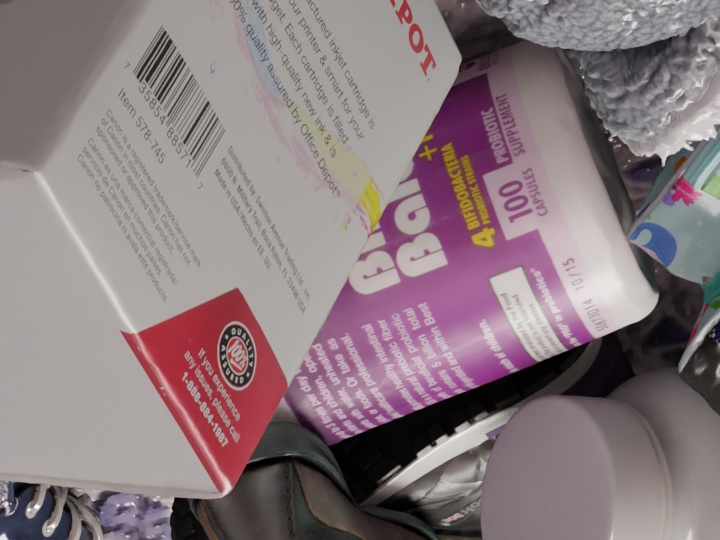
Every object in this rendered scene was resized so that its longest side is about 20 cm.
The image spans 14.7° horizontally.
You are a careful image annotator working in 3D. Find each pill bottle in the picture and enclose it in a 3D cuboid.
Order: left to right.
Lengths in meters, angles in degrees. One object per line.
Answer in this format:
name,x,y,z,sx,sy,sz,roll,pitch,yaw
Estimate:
pill bottle,0.000,0.000,1.031,0.199,0.112,0.112,-23,127,10
pill bottle,0.150,0.095,1.082,0.199,0.111,0.111,6,129,-34

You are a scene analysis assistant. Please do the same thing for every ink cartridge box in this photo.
ink cartridge box,-0.084,-0.052,0.901,0.144,0.200,0.146,2,136,33

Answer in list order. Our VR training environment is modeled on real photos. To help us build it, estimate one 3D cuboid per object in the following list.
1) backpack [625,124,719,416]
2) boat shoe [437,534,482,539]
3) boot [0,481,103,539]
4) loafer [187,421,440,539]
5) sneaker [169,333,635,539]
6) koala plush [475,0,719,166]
backpack,0.198,-0.041,0.983,0.151,0.178,0.200,45,114,0
boat shoe,0.081,0.154,1.169,0.199,0.075,0.062,5,140,16
boot,-0.140,0.091,1.120,0.090,0.073,0.200,4,136,-19
loafer,-0.011,0.122,1.054,0.072,0.063,0.200,-25,149,11
sneaker,0.022,0.086,1.129,0.199,0.076,0.088,-26,132,12
koala plush,0.102,-0.137,0.856,0.177,0.184,0.200,41,123,-21
